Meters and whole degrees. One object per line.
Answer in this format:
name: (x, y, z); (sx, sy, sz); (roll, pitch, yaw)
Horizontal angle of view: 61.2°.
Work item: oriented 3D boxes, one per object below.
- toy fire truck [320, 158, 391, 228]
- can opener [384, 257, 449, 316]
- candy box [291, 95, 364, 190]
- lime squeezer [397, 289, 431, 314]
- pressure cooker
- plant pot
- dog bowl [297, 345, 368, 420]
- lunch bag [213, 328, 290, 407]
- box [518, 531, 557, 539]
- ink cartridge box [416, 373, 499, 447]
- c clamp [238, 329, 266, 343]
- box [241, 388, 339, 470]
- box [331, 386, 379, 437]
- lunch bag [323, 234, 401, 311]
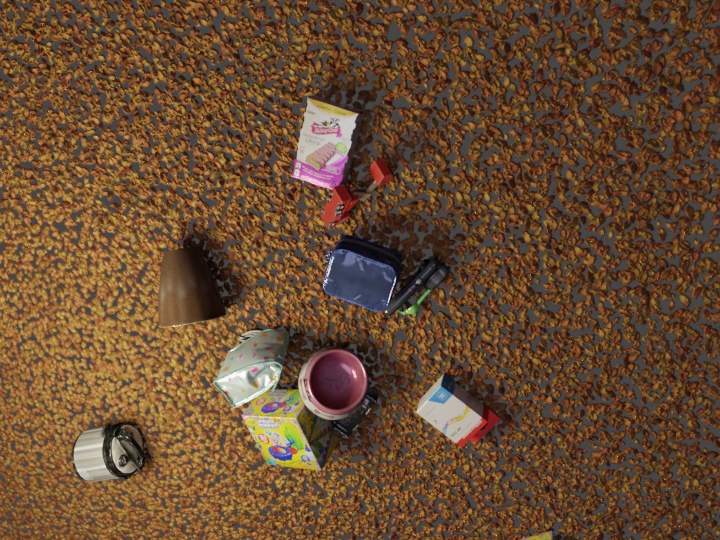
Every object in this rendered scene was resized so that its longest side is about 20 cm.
toy fire truck: (-0.014, -0.185, 1.496); (0.049, 0.140, 0.200); (59, 154, 13)
can opener: (0.133, 0.043, 1.543); (0.200, 0.063, 0.079); (-43, 84, 11)
candy box: (-0.081, -0.309, 1.491); (0.135, 0.061, 0.202); (19, 113, 9)
lime squeezer: (0.110, 0.083, 1.595); (0.198, 0.038, 0.071); (-10, 107, 20)
pressure cooker: (-0.796, 0.585, 1.960); (0.198, 0.176, 0.181); (-13, 72, 17)
plant pot: (-0.481, 0.039, 1.686); (0.185, 0.187, 0.202); (-8, 93, 18)
dog bowl: (-0.066, 0.299, 1.641); (0.200, 0.201, 0.074); (38, 160, -1)
lunch bag: (-0.281, 0.259, 1.681); (0.199, 0.171, 0.122); (-29, 110, 15)
box: (0.520, 0.876, 1.674); (0.121, 0.200, 0.194); (-27, 100, 24)
ink cartridge box: (0.266, 0.392, 1.648); (0.199, 0.067, 0.117); (37, 115, 0)
c clamp: (-0.322, 0.259, 1.789); (0.169, 0.027, 0.202); (13, 112, 10)
box: (-0.197, 0.449, 1.737); (0.198, 0.122, 0.194); (-6, 118, 32)
box: (-0.068, 0.360, 1.742); (0.199, 0.049, 0.160); (35, 113, 3)
lunch bag: (0.000, 0.000, 1.543); (0.198, 0.132, 0.137); (21, 113, 2)
